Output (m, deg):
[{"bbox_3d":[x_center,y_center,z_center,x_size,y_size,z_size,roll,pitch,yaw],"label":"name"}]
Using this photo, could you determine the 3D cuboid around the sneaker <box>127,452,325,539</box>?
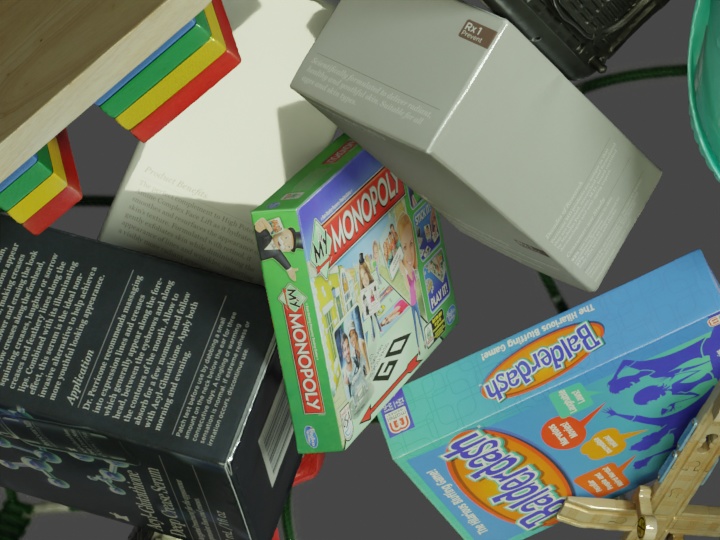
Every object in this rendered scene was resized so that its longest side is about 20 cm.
[{"bbox_3d":[-0.087,0.168,1.710,0.085,0.077,0.200,29,107,-13],"label":"sneaker"}]

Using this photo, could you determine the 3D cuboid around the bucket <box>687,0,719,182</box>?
[{"bbox_3d":[0.269,-0.113,1.519,0.207,0.207,0.135,11,146,-2],"label":"bucket"}]

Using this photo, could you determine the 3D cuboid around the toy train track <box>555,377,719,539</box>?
[{"bbox_3d":[0.182,0.127,1.651,0.115,0.033,0.200,5,143,-15],"label":"toy train track"}]

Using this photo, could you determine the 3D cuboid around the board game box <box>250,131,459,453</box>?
[{"bbox_3d":[0.000,0.000,1.589,0.029,0.200,0.135,-3,108,22],"label":"board game box"}]

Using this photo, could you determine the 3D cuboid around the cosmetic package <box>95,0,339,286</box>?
[{"bbox_3d":[-0.070,-0.073,1.636,0.102,0.074,0.200,24,104,-5],"label":"cosmetic package"}]

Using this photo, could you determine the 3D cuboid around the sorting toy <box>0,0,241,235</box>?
[{"bbox_3d":[-0.157,-0.125,1.569,0.200,0.199,0.070,-39,127,15],"label":"sorting toy"}]

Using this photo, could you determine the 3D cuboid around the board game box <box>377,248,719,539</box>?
[{"bbox_3d":[0.126,0.078,1.644,0.200,0.045,0.152,-25,147,10],"label":"board game box"}]

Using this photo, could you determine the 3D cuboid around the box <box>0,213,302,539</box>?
[{"bbox_3d":[-0.137,0.062,1.602,0.200,0.148,0.107,15,67,13],"label":"box"}]

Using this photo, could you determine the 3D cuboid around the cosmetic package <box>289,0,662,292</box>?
[{"bbox_3d":[0.064,-0.074,1.553,0.200,0.107,0.090,33,86,-51],"label":"cosmetic package"}]

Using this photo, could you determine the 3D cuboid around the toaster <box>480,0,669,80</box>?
[{"bbox_3d":[0.121,-0.209,1.518,0.181,0.200,0.119,-46,64,6],"label":"toaster"}]
